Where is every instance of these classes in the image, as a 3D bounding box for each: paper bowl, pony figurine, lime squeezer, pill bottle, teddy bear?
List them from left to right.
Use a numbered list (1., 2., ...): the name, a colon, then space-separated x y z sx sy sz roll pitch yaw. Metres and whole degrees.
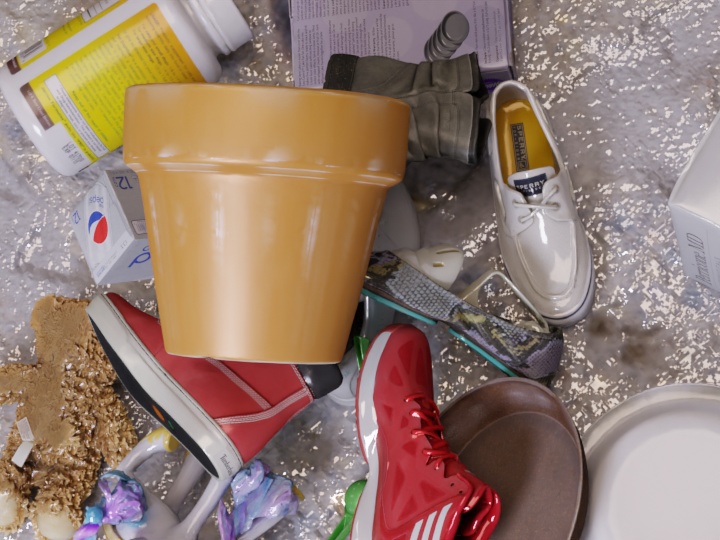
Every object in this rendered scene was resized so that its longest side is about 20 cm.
1. teddy bear: -0.239 0.122 1.540 0.145 0.067 0.201 -5 76 21
2. pill bottle: -0.192 -0.173 1.600 0.200 0.109 0.109 -33 67 1
3. pony figurine: -0.140 0.214 1.444 0.193 0.167 0.200 32 72 37
4. lime squeezer: 0.000 0.155 1.463 0.038 0.071 0.201 14 86 37
5. paper bowl: 0.237 0.179 1.381 0.200 0.104 0.201 -4 72 11

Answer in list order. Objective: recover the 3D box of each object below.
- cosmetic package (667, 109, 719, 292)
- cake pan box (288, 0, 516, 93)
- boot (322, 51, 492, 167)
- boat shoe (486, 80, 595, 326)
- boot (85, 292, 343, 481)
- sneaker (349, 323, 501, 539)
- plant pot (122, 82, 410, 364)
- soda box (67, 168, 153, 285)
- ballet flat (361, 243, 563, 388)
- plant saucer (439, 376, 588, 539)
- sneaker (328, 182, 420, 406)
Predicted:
1. cosmetic package: 0.353 -0.047 1.399 0.200 0.165 0.165 28 80 21
2. cake pan box: 0.033 -0.237 1.603 0.184 0.052 0.201 -7 70 9
3. boot: 0.031 -0.091 1.481 0.130 0.068 0.200 2 58 13
4. boat shoe: 0.136 -0.056 1.503 0.071 0.070 0.201 -11 69 9
5. boot: -0.107 0.054 1.460 0.144 0.073 0.200 -38 53 -16
6. sneaker: 0.059 0.133 1.407 0.115 0.078 0.201 -9 73 41
7. plant pot: -0.069 -0.030 1.346 0.200 0.200 0.184 3 91 14
8. soda box: -0.119 -0.040 1.483 0.068 0.200 0.064 -45 63 42
9. ballet flat: 0.071 0.020 1.452 0.200 0.072 0.072 30 77 -17
10. plant saucer: 0.097 0.177 1.404 0.200 0.034 0.201 -32 44 38
11. sneaker: 0.000 0.000 1.506 0.075 0.089 0.201 0 71 14
